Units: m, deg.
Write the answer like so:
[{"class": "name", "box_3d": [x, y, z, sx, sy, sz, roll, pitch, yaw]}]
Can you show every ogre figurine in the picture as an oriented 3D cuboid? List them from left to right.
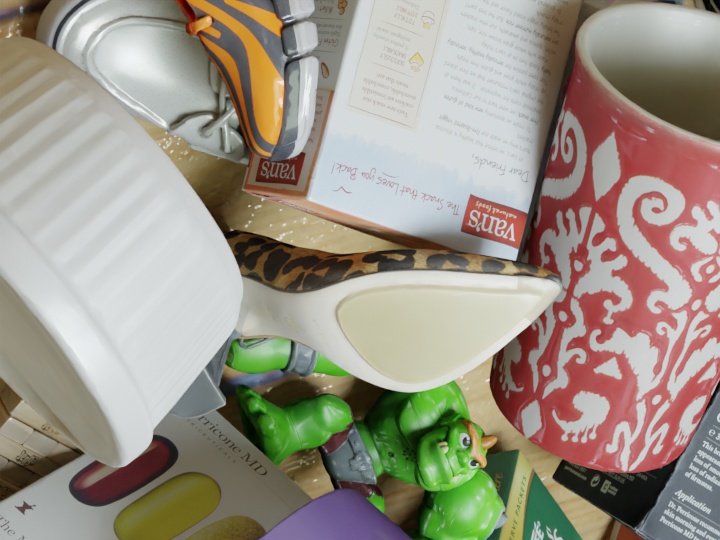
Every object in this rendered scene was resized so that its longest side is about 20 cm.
[{"class": "ogre figurine", "box_3d": [0.006, 0.097, 1.423, 0.120, 0.098, 0.200, -24, 92, -13]}]

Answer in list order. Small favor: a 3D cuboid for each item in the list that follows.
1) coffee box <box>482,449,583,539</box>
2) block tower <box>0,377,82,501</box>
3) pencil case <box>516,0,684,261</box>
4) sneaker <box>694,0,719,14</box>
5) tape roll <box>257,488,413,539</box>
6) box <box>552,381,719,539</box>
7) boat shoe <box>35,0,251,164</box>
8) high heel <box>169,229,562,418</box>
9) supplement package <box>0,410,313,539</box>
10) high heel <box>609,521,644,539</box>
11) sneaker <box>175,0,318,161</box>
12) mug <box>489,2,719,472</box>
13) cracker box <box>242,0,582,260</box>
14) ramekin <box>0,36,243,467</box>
[{"class": "coffee box", "box_3d": [0.110, 0.213, 1.526, 0.044, 0.123, 0.200, -16, 126, 29]}, {"class": "block tower", "box_3d": [-0.197, 0.105, 1.331, 0.200, 0.058, 0.054, -48, 133, 10]}, {"class": "pencil case", "box_3d": [0.096, -0.065, 1.371, 0.091, 0.083, 0.200, -7, 126, -51]}, {"class": "sneaker", "box_3d": [0.200, -0.173, 1.337, 0.073, 0.112, 0.200, -39, 133, -3]}, {"class": "tape roll", "box_3d": [-0.036, 0.208, 1.291, 0.200, 0.085, 0.200, -44, 163, -17]}, {"class": "box", "box_3d": [0.246, 0.096, 1.507, 0.200, 0.104, 0.182, 32, 89, -27]}, {"class": "boat shoe", "box_3d": [-0.060, -0.084, 1.268, 0.200, 0.070, 0.071, 20, 110, -40]}, {"class": "high heel", "box_3d": [0.000, 0.000, 1.284, 0.199, 0.143, 0.072, -13, 119, 12]}, {"class": "supplement package", "box_3d": [-0.124, 0.165, 1.317, 0.200, 0.114, 0.110, -30, 154, -47]}, {"class": "high heel", "box_3d": [0.229, 0.136, 1.605, 0.096, 0.067, 0.200, 27, 104, -36]}, {"class": "sneaker", "box_3d": [-0.087, -0.141, 1.182, 0.112, 0.078, 0.201, -12, 90, -15]}, {"class": "mug", "box_3d": [0.160, -0.011, 1.303, 0.177, 0.134, 0.200, 0, 126, -26]}, {"class": "cracker box", "box_3d": [0.033, -0.114, 1.262, 0.134, 0.058, 0.201, 18, 84, -39]}, {"class": "ramekin", "box_3d": [-0.139, -0.015, 1.192, 0.094, 0.202, 0.203, -42, 135, -16]}]
